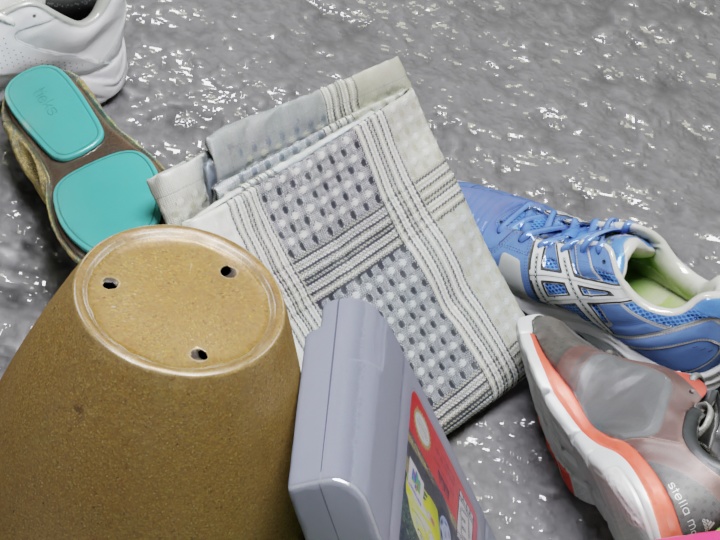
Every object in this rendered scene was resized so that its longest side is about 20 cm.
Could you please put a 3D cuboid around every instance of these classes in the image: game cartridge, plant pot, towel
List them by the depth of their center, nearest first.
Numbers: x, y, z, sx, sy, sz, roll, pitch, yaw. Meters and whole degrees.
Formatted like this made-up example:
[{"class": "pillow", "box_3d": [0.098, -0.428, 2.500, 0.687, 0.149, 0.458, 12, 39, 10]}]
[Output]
[{"class": "game cartridge", "box_3d": [0.021, 0.126, 1.035, 0.041, 0.200, 0.133, -11, 41, 20]}, {"class": "plant pot", "box_3d": [-0.095, 0.082, 1.036, 0.186, 0.200, 0.187, 9, 43, -9]}, {"class": "towel", "box_3d": [0.000, 0.000, 1.198, 0.192, 0.035, 0.200, -30, 95, -38]}]

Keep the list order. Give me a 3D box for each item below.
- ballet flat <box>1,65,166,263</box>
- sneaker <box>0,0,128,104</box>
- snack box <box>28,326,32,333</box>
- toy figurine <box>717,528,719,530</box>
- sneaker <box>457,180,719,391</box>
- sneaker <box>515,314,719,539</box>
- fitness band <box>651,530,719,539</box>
[{"class": "ballet flat", "box_3d": [-0.142, -0.042, 1.238, 0.071, 0.071, 0.200, -9, 36, -24]}, {"class": "sneaker", "box_3d": [-0.222, -0.136, 1.301, 0.200, 0.099, 0.078, -20, 53, -33]}, {"class": "snack box", "box_3d": [-0.093, 0.022, 1.193, 0.200, 0.072, 0.024, -27, 58, -37]}, {"class": "toy figurine", "box_3d": [0.284, 0.102, 1.101, 0.200, 0.184, 0.150, 8, 39, -33]}, {"class": "sneaker", "box_3d": [0.128, -0.005, 1.284, 0.200, 0.077, 0.076, 28, 46, 16]}, {"class": "sneaker", "box_3d": [0.143, 0.080, 1.167, 0.082, 0.077, 0.200, -23, 35, -6]}, {"class": "fitness band", "box_3d": [0.150, 0.170, 1.011, 0.200, 0.037, 0.144, -10, 25, 16]}]
